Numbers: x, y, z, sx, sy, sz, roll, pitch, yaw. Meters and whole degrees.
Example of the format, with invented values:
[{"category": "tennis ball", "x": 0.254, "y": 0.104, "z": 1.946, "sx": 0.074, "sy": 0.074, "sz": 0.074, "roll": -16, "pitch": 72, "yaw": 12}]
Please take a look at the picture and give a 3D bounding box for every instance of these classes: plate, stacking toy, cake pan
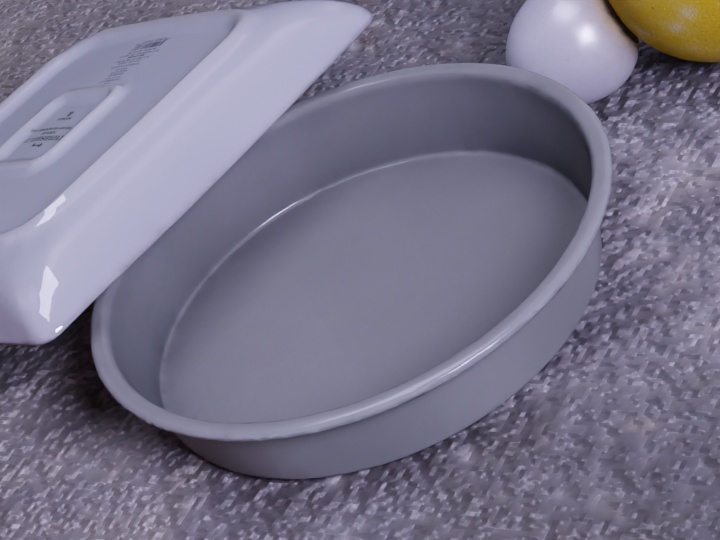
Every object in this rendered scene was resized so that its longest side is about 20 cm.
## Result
[{"category": "plate", "x": -0.116, "y": -0.047, "z": 0.964, "sx": 0.200, "sy": 0.032, "sz": 0.199, "roll": -46, "pitch": 25, "yaw": -27}, {"category": "stacking toy", "x": 0.135, "y": -0.128, "z": 0.886, "sx": 0.200, "sy": 0.146, "sz": 0.146, "roll": -32, "pitch": 32, "yaw": 19}, {"category": "cake pan", "x": 0.000, "y": 0.000, "z": 0.860, "sx": 0.200, "sy": 0.037, "sz": 0.201, "roll": -17, "pitch": 36, "yaw": 13}]
